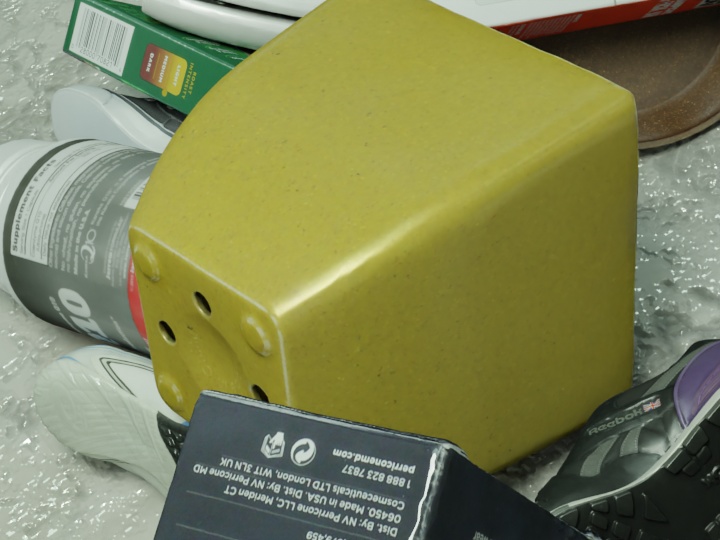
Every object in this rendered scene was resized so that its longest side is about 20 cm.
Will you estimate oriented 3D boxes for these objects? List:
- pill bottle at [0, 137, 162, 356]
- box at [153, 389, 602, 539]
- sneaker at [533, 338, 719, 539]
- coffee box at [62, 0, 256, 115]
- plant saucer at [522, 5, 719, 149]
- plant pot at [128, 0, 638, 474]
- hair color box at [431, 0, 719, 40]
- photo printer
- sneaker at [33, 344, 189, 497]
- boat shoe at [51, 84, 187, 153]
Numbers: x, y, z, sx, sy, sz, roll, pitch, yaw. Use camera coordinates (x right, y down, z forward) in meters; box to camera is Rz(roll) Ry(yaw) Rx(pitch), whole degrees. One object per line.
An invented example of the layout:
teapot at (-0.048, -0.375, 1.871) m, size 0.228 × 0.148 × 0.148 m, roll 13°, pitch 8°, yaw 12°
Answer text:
pill bottle at (-0.140, -0.015, 1.041) m, size 0.200 × 0.114 × 0.114 m, roll 14°, pitch 55°, yaw 43°
box at (-0.004, 0.175, 0.730) m, size 0.117 × 0.197 × 0.201 m, roll 9°, pitch 75°, yaw 28°
sneaker at (0.130, 0.109, 0.883) m, size 0.200 × 0.076 × 0.088 m, roll -35°, pitch 22°, yaw -7°
coffee box at (-0.080, -0.118, 1.121) m, size 0.200 × 0.123 × 0.044 m, roll 27°, pitch 105°, yaw 36°
plant saucer at (0.152, -0.169, 1.074) m, size 0.199 × 0.037 × 0.201 m, roll 1°, pitch 83°, yaw -6°
plant pot at (0.000, 0.000, 0.893) m, size 0.200 × 0.196 × 0.194 m, roll -31°, pitch 44°, yaw -31°
hair color box at (0.120, -0.196, 1.024) m, size 0.199 × 0.064 × 0.111 m, roll -10°, pitch 86°, yaw -5°
photo printer at (-0.059, -0.202, 1.151) m, size 0.166 × 0.070 × 0.200 m, roll 11°, pitch 30°, yaw -8°
sneaker at (-0.090, 0.093, 0.970) m, size 0.200 × 0.072 × 0.072 m, roll 28°, pitch 33°, yaw 29°
boat shoe at (-0.114, -0.073, 1.125) m, size 0.200 × 0.072 × 0.068 m, roll 24°, pitch 37°, yaw 38°
